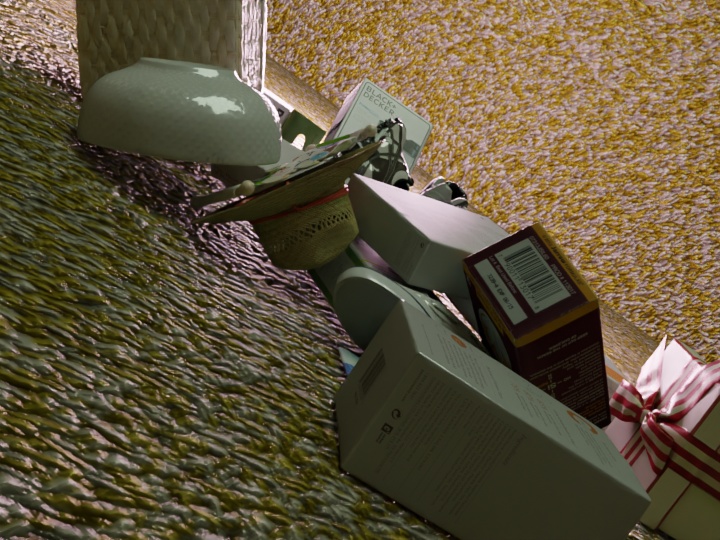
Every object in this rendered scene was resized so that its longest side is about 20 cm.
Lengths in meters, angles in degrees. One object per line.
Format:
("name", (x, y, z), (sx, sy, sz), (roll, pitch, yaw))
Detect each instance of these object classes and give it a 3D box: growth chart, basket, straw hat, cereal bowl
("growth chart", (-0.073, -0.102, 1.088), (0.199, 0.144, 0.018), (-30, 101, -39))
("basket", (-0.213, -0.283, 1.236), (0.195, 0.203, 0.161), (3, 17, 3))
("straw hat", (-0.053, -0.046, 1.035), (0.201, 0.199, 0.086), (-60, 127, -79))
("cereal bowl", (-0.170, -0.158, 1.059), (0.197, 0.084, 0.200), (8, 12, -2))

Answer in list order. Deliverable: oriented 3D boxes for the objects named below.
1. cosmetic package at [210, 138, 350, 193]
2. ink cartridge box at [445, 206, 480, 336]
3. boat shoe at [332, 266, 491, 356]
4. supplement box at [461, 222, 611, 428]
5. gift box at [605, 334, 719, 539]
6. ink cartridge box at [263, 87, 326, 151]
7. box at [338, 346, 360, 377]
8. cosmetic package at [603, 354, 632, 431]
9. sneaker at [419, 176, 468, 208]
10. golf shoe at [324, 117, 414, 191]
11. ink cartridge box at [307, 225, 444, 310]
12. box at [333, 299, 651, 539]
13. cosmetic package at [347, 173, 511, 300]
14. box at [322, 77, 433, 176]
("cosmetic package", (-0.077, -0.094, 1.230), (0.199, 0.051, 0.083), (31, -29, 10))
("ink cartridge box", (0.162, 0.038, 1.302), (0.176, 0.084, 0.200), (52, 4, 20))
("boat shoe", (0.051, 0.055, 1.006), (0.200, 0.073, 0.066), (45, 33, -27))
("supplement box", (0.169, 0.070, 1.033), (0.201, 0.085, 0.111), (71, -7, -47))
("gift box", (0.372, 0.182, 1.176), (0.186, 0.201, 0.185), (31, 6, -10))
("ink cartridge box", (-0.153, -0.189, 1.400), (0.199, 0.104, 0.059), (34, 11, -8))
("box", (0.080, 0.121, 0.930), (0.199, 0.048, 0.122), (33, 10, -17))
("cosmetic package", (0.282, 0.134, 1.429), (0.101, 0.072, 0.200), (32, 11, -16))
("sneaker", (0.087, -0.052, 1.359), (0.075, 0.115, 0.200), (44, -14, 9))
("golf shoe", (0.023, -0.119, 1.302), (0.095, 0.077, 0.200), (53, 28, -5))
("ink cartridge box", (0.000, 0.000, 1.124), (0.103, 0.060, 0.200), (28, 14, -33))
("box", (0.089, 0.127, 0.789), (0.199, 0.098, 0.125), (33, 11, -11))
("cosmetic package", (0.092, -0.023, 1.099), (0.198, 0.052, 0.151), (15, 22, -38))
("box", (0.002, -0.133, 1.404), (0.116, 0.201, 0.060), (33, -30, -11))
